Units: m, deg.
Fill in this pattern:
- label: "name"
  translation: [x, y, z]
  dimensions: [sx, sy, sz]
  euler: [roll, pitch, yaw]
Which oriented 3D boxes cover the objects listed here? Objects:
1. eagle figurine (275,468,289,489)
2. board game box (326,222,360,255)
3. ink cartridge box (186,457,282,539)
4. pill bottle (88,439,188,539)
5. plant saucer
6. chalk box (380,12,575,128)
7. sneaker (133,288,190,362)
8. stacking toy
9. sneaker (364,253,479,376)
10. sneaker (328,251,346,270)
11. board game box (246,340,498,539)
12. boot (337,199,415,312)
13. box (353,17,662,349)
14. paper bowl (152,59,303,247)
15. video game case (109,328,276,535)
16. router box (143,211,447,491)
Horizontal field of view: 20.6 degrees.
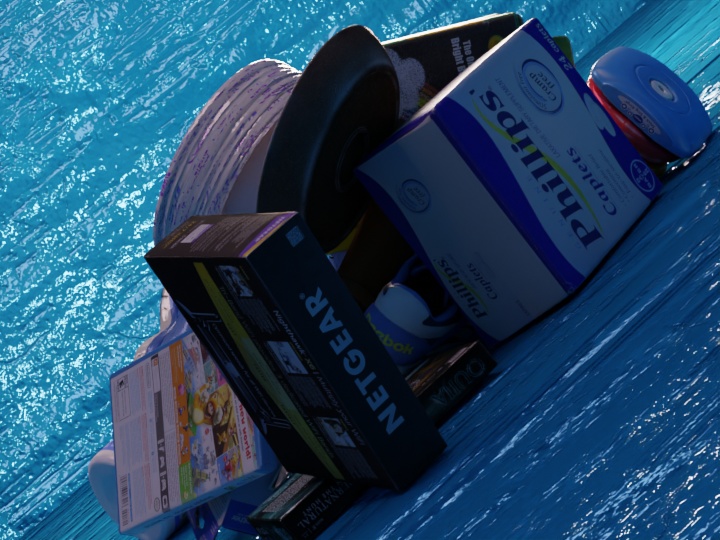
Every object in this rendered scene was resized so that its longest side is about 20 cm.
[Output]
- label: "eagle figurine"
  translation: [-0.092, 0.140, 1.854]
  dimensions: [0.151, 0.152, 0.200]
  euler: [7, -10, 25]
- label: "board game box"
  translation: [0.050, -0.064, 1.807]
  dimensions: [0.199, 0.048, 0.102]
  euler: [-14, 7, -2]
- label: "ink cartridge box"
  translation: [-0.090, 0.133, 1.636]
  dimensions: [0.201, 0.042, 0.119]
  euler: [-68, 19, 9]
- label: "pill bottle"
  translation: [-0.177, 0.179, 2.056]
  dimensions: [0.200, 0.114, 0.114]
  euler: [-42, 5, -35]
- label: "plant saucer"
  translation: [-0.018, -0.092, 1.555]
  dimensions: [0.200, 0.034, 0.201]
  euler: [-52, -25, -37]
- label: "chalk box"
  translation: [0.093, -0.157, 1.765]
  dimensions: [0.199, 0.126, 0.124]
  euler: [-13, 7, -5]
- label: "sneaker"
  translation: [-0.134, 0.048, 1.796]
  dimensions: [0.089, 0.079, 0.200]
  euler: [-24, 27, 24]
- label: "stacking toy"
  translation: [0.206, -0.091, 1.757]
  dimensions: [0.200, 0.116, 0.110]
  euler: [-50, -5, 31]
- label: "sneaker"
  translation: [0.067, 0.022, 1.634]
  dimensions: [0.200, 0.074, 0.083]
  euler: [-37, -24, -56]
- label: "sneaker"
  translation: [-0.032, -0.060, 1.906]
  dimensions: [0.089, 0.201, 0.079]
  euler: [-12, 33, -12]
- label: "board game box"
  translation: [0.007, 0.131, 1.493]
  dimensions: [0.200, 0.028, 0.135]
  euler: [-41, 4, -14]
- label: "boot"
  translation: [0.000, 0.000, 1.668]
  dimensions: [0.155, 0.077, 0.200]
  euler: [-48, -13, -34]
- label: "box"
  translation: [0.123, -0.074, 1.598]
  dimensions: [0.105, 0.184, 0.200]
  euler: [-34, 7, 41]
- label: "paper bowl"
  translation: [-0.076, -0.066, 1.656]
  dimensions: [0.201, 0.104, 0.201]
  euler: [-49, -22, -28]
- label: "video game case"
  translation: [-0.141, 0.123, 1.629]
  dimensions: [0.018, 0.144, 0.200]
  euler: [12, -29, -39]
- label: "router box"
  translation: [-0.047, 0.054, 1.363]
  dimensions: [0.052, 0.201, 0.157]
  euler: [-41, 21, -24]
